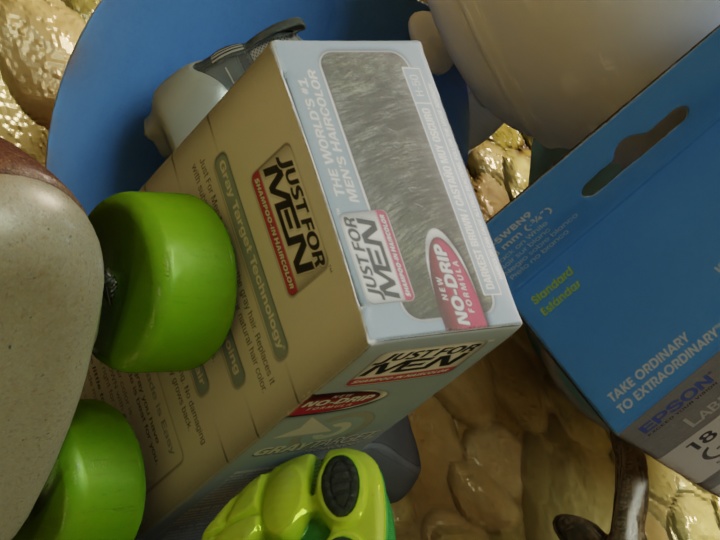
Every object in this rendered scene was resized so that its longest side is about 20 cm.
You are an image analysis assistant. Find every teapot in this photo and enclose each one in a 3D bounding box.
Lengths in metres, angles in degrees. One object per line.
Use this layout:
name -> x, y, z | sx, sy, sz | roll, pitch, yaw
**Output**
teapot -> 0.083, -0.122, 0.800 | 0.198, 0.145, 0.201 | 50, 23, -46

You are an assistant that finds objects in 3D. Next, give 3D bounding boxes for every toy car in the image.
toy car -> -0.165, -0.009, 0.649 | 0.163, 0.159, 0.200 | 1, 37, -40

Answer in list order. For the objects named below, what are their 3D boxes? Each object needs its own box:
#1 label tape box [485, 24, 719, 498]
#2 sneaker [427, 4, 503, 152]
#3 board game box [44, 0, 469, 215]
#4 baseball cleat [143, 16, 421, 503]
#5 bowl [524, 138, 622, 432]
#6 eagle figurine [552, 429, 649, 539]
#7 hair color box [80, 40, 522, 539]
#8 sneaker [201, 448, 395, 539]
label tape box -> 0.144, 0.003, 0.764 | 0.200, 0.144, 0.064 | 31, 23, -54
sneaker -> -0.003, -0.088, 0.901 | 0.199, 0.087, 0.075 | -1, 65, -48
board game box -> -0.044, -0.050, 0.821 | 0.199, 0.039, 0.159 | 21, 89, -40
baseball cleat -> 0.000, 0.000, 0.781 | 0.201, 0.106, 0.070 | 61, 7, -32
bowl -> 0.153, 0.014, 0.941 | 0.200, 0.200, 0.106 | 40, 58, -22
eagle figurine -> 0.132, 0.171, 0.858 | 0.152, 0.150, 0.200 | -58, 152, -10
hair color box -> -0.039, 0.019, 0.679 | 0.060, 0.200, 0.100 | -5, 66, -36
sneaker -> -0.016, 0.156, 0.636 | 0.083, 0.073, 0.202 | 25, 65, -63
